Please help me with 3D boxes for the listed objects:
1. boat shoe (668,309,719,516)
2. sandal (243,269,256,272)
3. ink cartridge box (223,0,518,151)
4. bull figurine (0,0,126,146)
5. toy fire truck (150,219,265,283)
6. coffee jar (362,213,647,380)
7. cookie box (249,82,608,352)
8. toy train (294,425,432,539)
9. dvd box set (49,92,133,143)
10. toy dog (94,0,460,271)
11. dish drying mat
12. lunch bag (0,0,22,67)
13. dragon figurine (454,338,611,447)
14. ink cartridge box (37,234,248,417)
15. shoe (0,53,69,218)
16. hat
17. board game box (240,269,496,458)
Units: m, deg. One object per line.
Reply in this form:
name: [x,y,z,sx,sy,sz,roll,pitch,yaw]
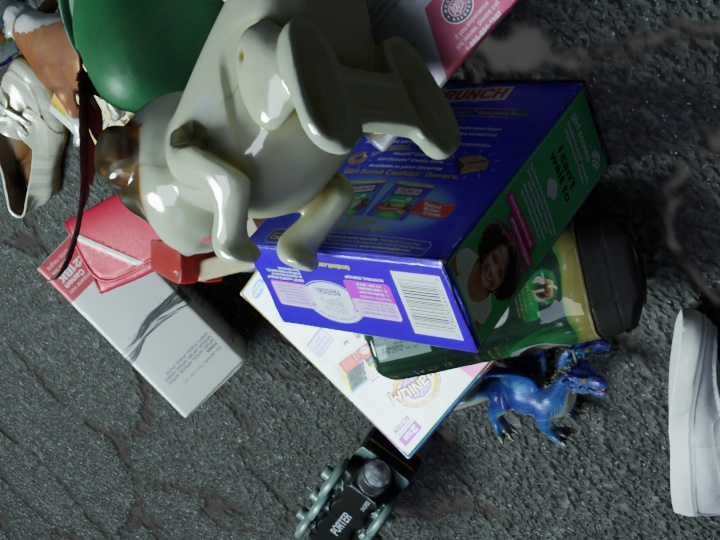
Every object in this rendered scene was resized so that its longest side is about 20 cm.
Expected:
boat shoe: [0.266,0.112,0.940,0.068,0.072,0.202,0,124,15]
sandal: [-0.132,-0.035,1.151,0.198,0.076,0.043,13,108,33]
ink cartridge box: [-0.006,-0.203,0.806,0.200,0.085,0.146,42,121,-4]
bull figurine: [-0.222,-0.171,1.042,0.198,0.065,0.122,3,131,42]
toy fire truck: [-0.090,-0.055,1.011,0.198,0.048,0.143,8,97,44]
coffee jar: [0.104,0.019,0.898,0.197,0.104,0.087,-12,83,14]
cookie box: [0.049,-0.046,0.857,0.170,0.200,0.076,6,133,39]
toy train: [0.003,0.220,1.249,0.085,0.114,0.201,35,145,6]
dvd box set: [-0.198,-0.157,1.115,0.146,0.029,0.200,42,144,-1]
toy dog: [-0.075,-0.089,0.764,0.199,0.139,0.196,-34,80,34]
dish drying mat: [-0.165,-0.050,1.107,0.198,0.018,0.078,-24,94,18]
lunch bag: [-0.392,-0.240,1.089,0.126,0.170,0.202,10,133,36]
dragon figurine: [0.128,0.089,1.044,0.198,0.059,0.100,5,131,39]
ink cartridge box: [-0.206,0.036,1.226,0.200,0.084,0.144,45,179,-6]
shoe: [-0.330,-0.128,1.247,0.069,0.053,0.201,31,143,13]
hat: [-0.178,-0.144,0.874,0.165,0.176,0.201,-29,101,34]
board game box: [0.016,0.029,1.019,0.200,0.040,0.153,44,120,9]
